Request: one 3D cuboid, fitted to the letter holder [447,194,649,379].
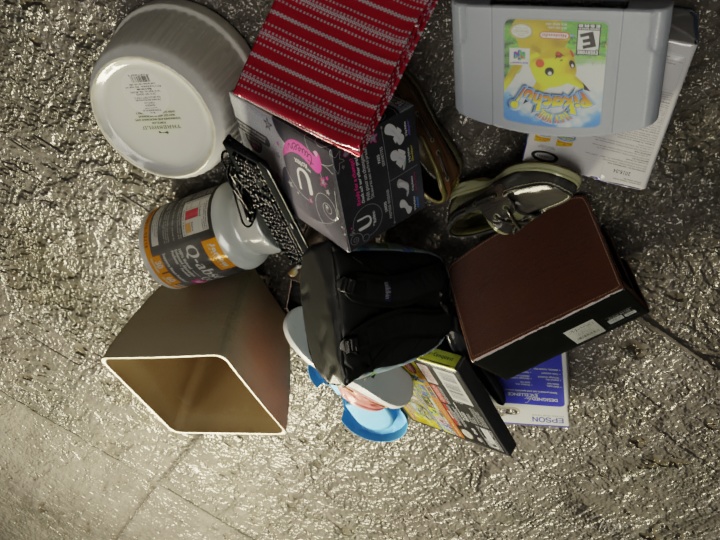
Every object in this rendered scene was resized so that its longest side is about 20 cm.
[{"bbox_3d":[0.220,0.019,1.025,0.199,0.144,0.100,-30,147,24],"label":"letter holder"}]

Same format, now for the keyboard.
[{"bbox_3d":[-0.113,-0.065,0.970,0.104,0.040,0.201,37,160,38],"label":"keyboard"}]

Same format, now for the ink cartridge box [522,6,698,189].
[{"bbox_3d":[0.246,-0.170,0.867,0.135,0.077,0.202,15,132,11],"label":"ink cartridge box"}]

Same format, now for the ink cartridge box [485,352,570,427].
[{"bbox_3d":[0.190,0.130,1.176,0.195,0.047,0.202,1,131,19],"label":"ink cartridge box"}]

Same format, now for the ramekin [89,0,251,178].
[{"bbox_3d":[-0.224,-0.205,1.001,0.197,0.106,0.202,11,133,12],"label":"ramekin"}]

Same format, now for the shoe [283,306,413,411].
[{"bbox_3d":[-0.028,0.125,1.127,0.199,0.072,0.091,34,154,-11],"label":"shoe"}]

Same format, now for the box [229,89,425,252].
[{"bbox_3d":[-0.039,-0.133,0.922,0.199,0.114,0.133,34,147,42],"label":"box"}]

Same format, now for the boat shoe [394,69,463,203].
[{"bbox_3d":[0.047,-0.163,0.957,0.072,0.068,0.200,-30,114,38],"label":"boat shoe"}]

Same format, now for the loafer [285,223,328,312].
[{"bbox_3d":[-0.056,-0.006,1.132,0.072,0.071,0.201,20,134,3],"label":"loafer"}]

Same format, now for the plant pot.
[{"bbox_3d":[-0.207,0.103,1.199,0.197,0.179,0.201,-4,140,24],"label":"plant pot"}]

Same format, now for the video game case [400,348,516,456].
[{"bbox_3d":[0.102,0.164,1.148,0.179,0.026,0.201,12,146,43],"label":"video game case"}]

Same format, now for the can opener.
[{"bbox_3d":[0.138,0.122,1.119,0.063,0.079,0.201,-13,132,20],"label":"can opener"}]

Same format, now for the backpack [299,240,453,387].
[{"bbox_3d":[0.024,0.039,0.994,0.153,0.198,0.166,-3,95,59],"label":"backpack"}]

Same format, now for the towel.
[{"bbox_3d":[-0.018,-0.227,0.790,0.143,0.022,0.202,27,94,7],"label":"towel"}]

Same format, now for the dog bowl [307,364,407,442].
[{"bbox_3d":[0.003,0.176,1.284,0.110,0.050,0.201,-16,123,32],"label":"dog bowl"}]

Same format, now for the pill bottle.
[{"bbox_3d":[-0.187,-0.050,1.114,0.198,0.117,0.117,-14,123,31],"label":"pill bottle"}]

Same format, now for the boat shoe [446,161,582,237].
[{"bbox_3d":[0.165,-0.071,0.944,0.071,0.067,0.200,25,165,-26],"label":"boat shoe"}]

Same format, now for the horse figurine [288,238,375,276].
[{"bbox_3d":[0.000,0.000,1.097,0.133,0.050,0.200,-44,133,4],"label":"horse figurine"}]

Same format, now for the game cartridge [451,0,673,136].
[{"bbox_3d":[0.185,-0.193,0.800,0.197,0.041,0.134,7,135,18],"label":"game cartridge"}]
